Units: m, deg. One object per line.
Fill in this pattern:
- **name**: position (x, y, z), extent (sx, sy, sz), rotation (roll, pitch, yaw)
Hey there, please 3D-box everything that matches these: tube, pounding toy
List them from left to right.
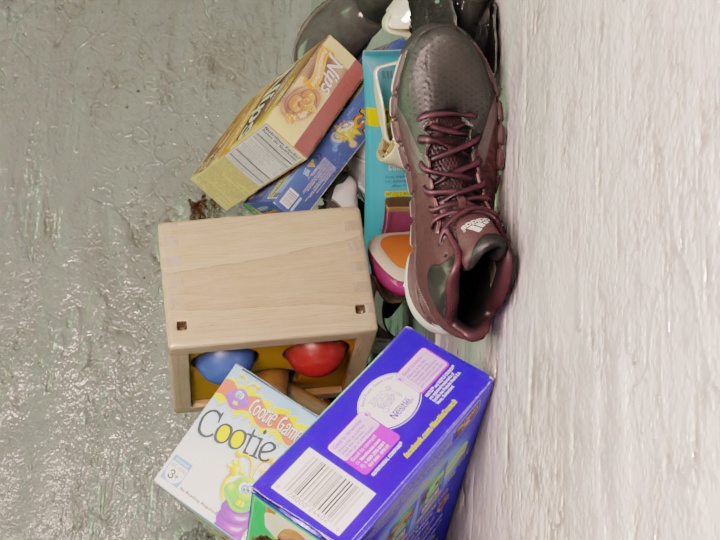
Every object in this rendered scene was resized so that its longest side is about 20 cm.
- **pounding toy**: position (-0.062, 0.060, 1.085), extent (0.200, 0.181, 0.144), rotation (104, 160, -66)
- **tube**: position (0.032, -0.095, 1.195), extent (0.050, 0.077, 0.203), rotation (33, 126, 54)

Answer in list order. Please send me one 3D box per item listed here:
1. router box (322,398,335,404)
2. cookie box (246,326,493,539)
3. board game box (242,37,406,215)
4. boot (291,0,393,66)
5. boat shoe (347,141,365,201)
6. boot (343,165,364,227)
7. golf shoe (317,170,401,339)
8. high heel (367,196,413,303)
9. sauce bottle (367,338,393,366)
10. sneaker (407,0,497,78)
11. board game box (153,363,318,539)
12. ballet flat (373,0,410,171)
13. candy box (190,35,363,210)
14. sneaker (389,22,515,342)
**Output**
- **router box**: position (-0.060, 0.232, 1.311), extent (0.201, 0.061, 0.151), rotation (95, 179, -53)
- **cookie box**: position (-0.002, 0.165, 0.894), extent (0.171, 0.075, 0.201), rotation (-43, -25, -39)
- **board game box**: position (-0.028, -0.132, 1.321), extent (0.201, 0.034, 0.135), rotation (-53, 15, -9)
- **boot**: position (0.008, -0.246, 1.265), extent (0.182, 0.072, 0.200), rotation (-51, 12, 2)
- **boat shoe**: position (0.017, -0.098, 1.367), extent (0.200, 0.071, 0.070), rotation (-149, 63, -74)
- **boot**: position (-0.006, -0.046, 1.527), extent (0.201, 0.067, 0.190), rotation (-81, -19, -63)
- **golf shoe**: position (0.000, 0.000, 1.292), extent (0.078, 0.093, 0.203), rotation (92, 178, -69)
- **high heel**: position (0.034, 0.011, 1.100), extent (0.200, 0.066, 0.097), rotation (-109, 19, -71)
- **sauce bottle**: position (0.012, 0.161, 1.210), extent (0.066, 0.065, 0.203), rotation (-107, 23, -74)
- **sneaker**: position (0.057, -0.183, 1.002), extent (0.200, 0.059, 0.106), rotation (-147, 63, -72)
- **board game box**: position (-0.059, 0.172, 1.029), extent (0.103, 0.104, 0.200), rotation (-54, -25, -15)
- **ballet flat**: position (0.045, -0.180, 1.125), extent (0.070, 0.068, 0.203), rotation (-112, 27, -77)
- **candy box**: position (-0.082, -0.138, 1.314), extent (0.116, 0.055, 0.200), rotation (-57, 15, -25)
- **sneaker**: position (0.067, -0.051, 0.842), extent (0.116, 0.075, 0.203), rotation (-137, 41, -76)
